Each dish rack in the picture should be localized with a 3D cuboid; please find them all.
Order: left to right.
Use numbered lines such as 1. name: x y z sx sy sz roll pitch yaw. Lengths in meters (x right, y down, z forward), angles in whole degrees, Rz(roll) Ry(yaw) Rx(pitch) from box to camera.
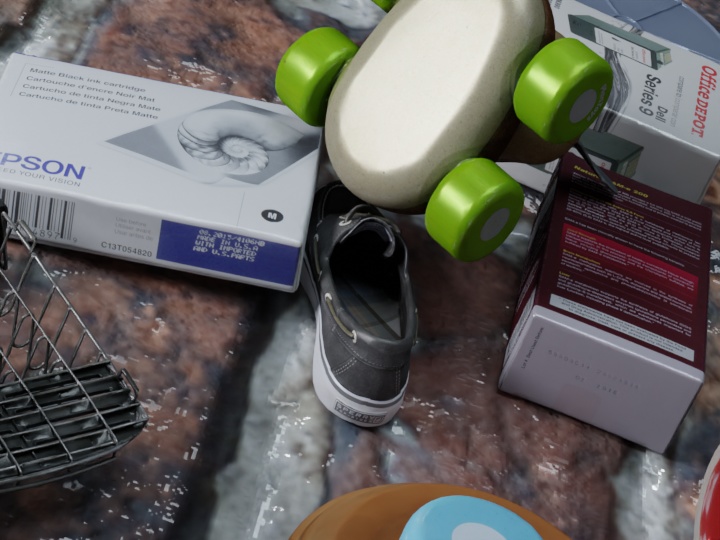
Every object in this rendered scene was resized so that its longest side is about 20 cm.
1. dish rack: -0.201 0.038 0.896 0.152 0.055 0.200 -12 49 -39

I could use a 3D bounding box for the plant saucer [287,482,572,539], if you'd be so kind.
1. plant saucer: 0.054 0.170 0.876 0.198 0.038 0.201 15 34 -10

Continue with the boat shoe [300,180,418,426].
1. boat shoe: 0.000 0.000 1.053 0.069 0.067 0.201 15 34 -12

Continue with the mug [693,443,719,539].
1. mug: 0.289 0.158 0.951 0.198 0.134 0.178 10 33 -13

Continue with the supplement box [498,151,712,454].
1. supplement box: 0.153 0.014 1.130 0.108 0.061 0.201 22 34 -1

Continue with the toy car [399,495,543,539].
1. toy car: 0.089 0.177 0.753 0.176 0.185 0.199 36 35 20

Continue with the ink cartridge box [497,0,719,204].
1. ink cartridge box: 0.153 -0.118 1.292 0.198 0.085 0.146 23 34 0

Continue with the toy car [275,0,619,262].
1. toy car: 0.078 -0.093 1.107 0.164 0.158 0.200 42 11 28

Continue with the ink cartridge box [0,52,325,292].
1. ink cartridge box: -0.120 -0.075 1.089 0.198 0.041 0.201 11 34 -4

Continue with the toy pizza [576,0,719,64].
1. toy pizza: 0.204 -0.182 1.461 0.198 0.032 0.201 16 35 -11
